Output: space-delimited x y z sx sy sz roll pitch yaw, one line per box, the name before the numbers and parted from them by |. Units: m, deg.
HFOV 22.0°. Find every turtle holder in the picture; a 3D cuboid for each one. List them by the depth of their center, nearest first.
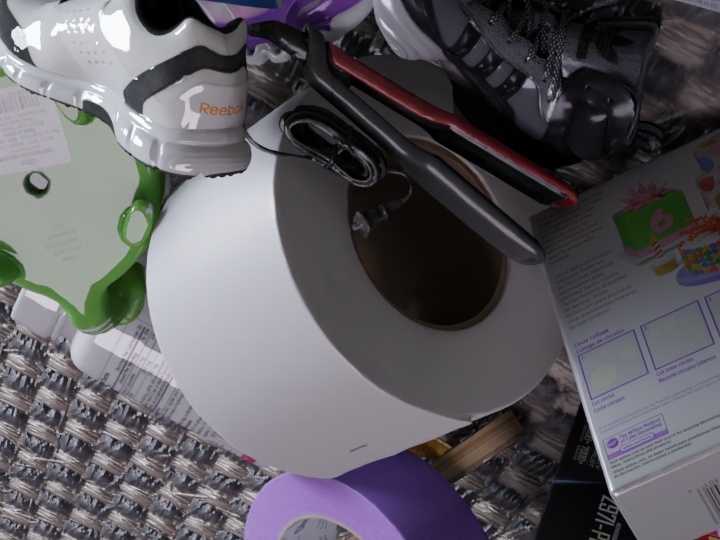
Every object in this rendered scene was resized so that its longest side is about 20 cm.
turtle holder | -0.166 -0.057 1.091 0.141 0.132 0.186 -39 108 21

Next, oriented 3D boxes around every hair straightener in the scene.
hair straightener | 0.013 -0.057 0.924 0.199 0.077 0.041 33 167 -17

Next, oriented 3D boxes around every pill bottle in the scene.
pill bottle | -0.122 0.036 1.229 0.199 0.114 0.113 29 146 -6

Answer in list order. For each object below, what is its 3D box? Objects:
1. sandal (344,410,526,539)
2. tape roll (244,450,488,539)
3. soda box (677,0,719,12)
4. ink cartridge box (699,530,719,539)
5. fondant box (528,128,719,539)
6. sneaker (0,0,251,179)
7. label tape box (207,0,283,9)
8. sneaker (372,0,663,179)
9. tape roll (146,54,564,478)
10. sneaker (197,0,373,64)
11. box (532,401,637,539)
sandal | 0.034 0.131 1.321 0.070 0.077 0.212 57 137 7
tape roll | 0.009 0.221 1.281 0.199 0.065 0.202 23 124 39
soda box | 0.108 -0.178 0.833 0.198 0.069 0.064 18 147 11
ink cartridge box | 0.272 0.090 1.032 0.174 0.084 0.201 6 142 25
fondant box | 0.174 0.024 0.910 0.143 0.201 0.058 -25 131 12
sneaker | -0.116 -0.114 0.926 0.199 0.073 0.081 29 118 41
label tape box | -0.104 -0.230 0.884 0.142 0.066 0.201 11 139 18
sneaker | 0.085 -0.122 0.924 0.113 0.076 0.200 0 145 31
tape roll | 0.000 0.000 1.024 0.202 0.204 0.139 38 145 -19
sneaker | -0.081 -0.165 0.968 0.198 0.081 0.089 6 134 28
box | 0.158 0.217 1.253 0.085 0.165 0.201 16 145 12
